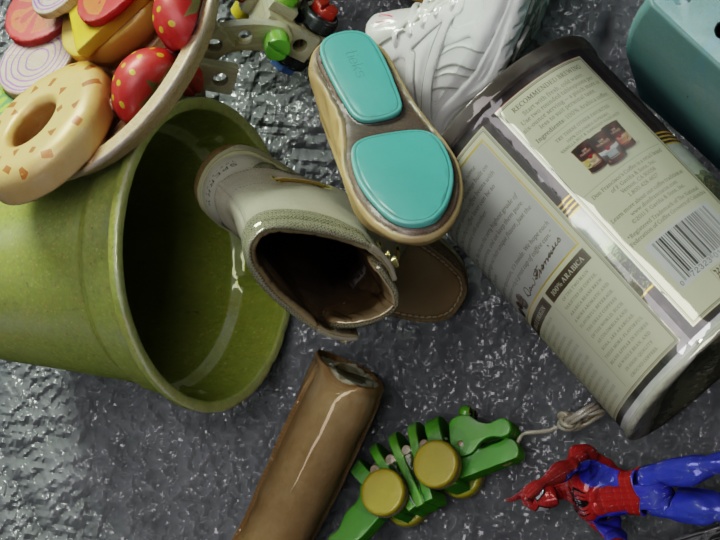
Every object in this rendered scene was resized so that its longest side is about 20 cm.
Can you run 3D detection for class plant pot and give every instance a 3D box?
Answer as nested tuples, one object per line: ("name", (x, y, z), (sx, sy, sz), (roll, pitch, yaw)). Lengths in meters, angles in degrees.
("plant pot", (-0.172, -0.007, 1.096), (0.182, 0.200, 0.203), (-2, 82, 30))
("plant pot", (0.243, -0.134, 0.954), (0.141, 0.200, 0.141), (-46, 72, 7))

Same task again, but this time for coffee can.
("coffee can", (0.150, -0.020, 0.997), (0.146, 0.146, 0.200), (-43, 72, 8))

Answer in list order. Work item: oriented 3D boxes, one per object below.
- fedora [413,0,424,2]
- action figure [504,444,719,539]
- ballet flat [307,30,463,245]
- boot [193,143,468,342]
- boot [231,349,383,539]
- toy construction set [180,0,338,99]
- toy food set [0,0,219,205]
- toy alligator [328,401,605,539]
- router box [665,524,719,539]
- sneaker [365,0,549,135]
("fedora", (0.081, -0.260, 1.089), (0.199, 0.082, 0.203), (-4, 82, 26))
("action figure", (0.168, 0.139, 0.957), (0.199, 0.099, 0.066), (-8, 106, 40))
("ballet flat", (0.016, -0.066, 0.974), (0.068, 0.063, 0.201), (-8, 42, -9))
("boot", (0.000, 0.000, 1.002), (0.199, 0.155, 0.073), (26, 100, -24))
("boot", (-0.047, 0.158, 1.033), (0.066, 0.175, 0.202), (25, 94, -12))
("toy construction set", (-0.088, -0.195, 1.103), (0.092, 0.130, 0.202), (-38, 41, 41))
("toy food set", (-0.166, -0.142, 1.021), (0.200, 0.049, 0.199), (-40, 42, 18))
("toy alligator", (0.059, 0.114, 1.055), (0.199, 0.059, 0.055), (-30, 66, 13))
("router box", (0.154, 0.254, 1.007), (0.198, 0.051, 0.151), (-19, 79, 15))
("sneaker", (0.051, -0.143, 1.029), (0.099, 0.078, 0.201), (32, 134, 6))
